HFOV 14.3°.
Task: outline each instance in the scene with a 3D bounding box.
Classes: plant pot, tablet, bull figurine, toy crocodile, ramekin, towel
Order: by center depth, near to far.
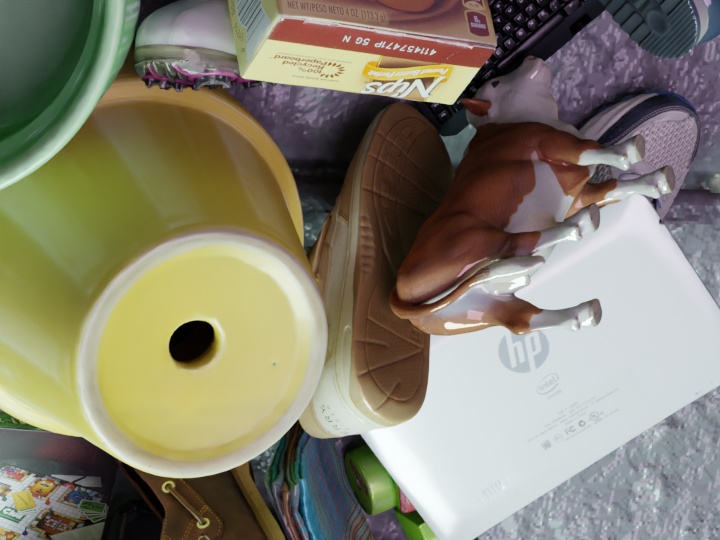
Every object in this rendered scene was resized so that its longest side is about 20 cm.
[{"bbox_3d":[-0.198,-0.135,1.344,0.200,0.098,0.200,1,99,8],"label":"ramekin"},{"bbox_3d":[-0.108,0.006,1.432,0.200,0.189,0.201,-8,113,-20],"label":"plant pot"},{"bbox_3d":[0.087,-0.036,1.489,0.200,0.121,0.065,-61,138,-41],"label":"bull figurine"},{"bbox_3d":[0.000,0.174,1.552,0.022,0.147,0.200,-20,105,10],"label":"towel"},{"bbox_3d":[0.098,0.056,1.556,0.200,0.014,0.130,-33,114,7],"label":"tablet"},{"bbox_3d":[0.026,0.078,1.594,0.067,0.062,0.200,-19,117,-16],"label":"toy crocodile"}]

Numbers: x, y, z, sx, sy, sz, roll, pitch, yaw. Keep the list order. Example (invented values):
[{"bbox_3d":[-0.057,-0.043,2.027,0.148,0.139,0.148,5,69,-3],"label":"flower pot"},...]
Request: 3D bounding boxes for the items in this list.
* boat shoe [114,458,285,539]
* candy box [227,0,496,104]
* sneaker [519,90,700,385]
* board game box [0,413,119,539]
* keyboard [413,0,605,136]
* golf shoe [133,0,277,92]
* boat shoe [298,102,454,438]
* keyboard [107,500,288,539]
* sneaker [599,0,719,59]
[{"bbox_3d":[-0.074,0.146,1.480,0.070,0.200,0.070,-17,130,-12],"label":"boat shoe"},{"bbox_3d":[-0.011,-0.182,1.398,0.115,0.200,0.055,6,147,-26],"label":"candy box"},{"bbox_3d":[0.134,-0.006,1.594,0.077,0.085,0.200,31,95,-31],"label":"sneaker"},{"bbox_3d":[-0.230,0.123,1.522,0.200,0.023,0.105,7,110,-27],"label":"board game box"},{"bbox_3d":[0.100,-0.163,1.541,0.200,0.040,0.104,-42,122,-4],"label":"keyboard"},{"bbox_3d":[-0.051,-0.138,1.433,0.200,0.073,0.092,-22,109,-58],"label":"golf shoe"},{"bbox_3d":[0.000,0.000,1.506,0.069,0.200,0.074,-26,129,38],"label":"boat shoe"},{"bbox_3d":[-0.066,0.191,1.614,0.200,0.040,0.104,15,85,-32],"label":"keyboard"},{"bbox_3d":[0.136,-0.208,1.499,0.082,0.070,0.200,-31,90,-35],"label":"sneaker"}]
